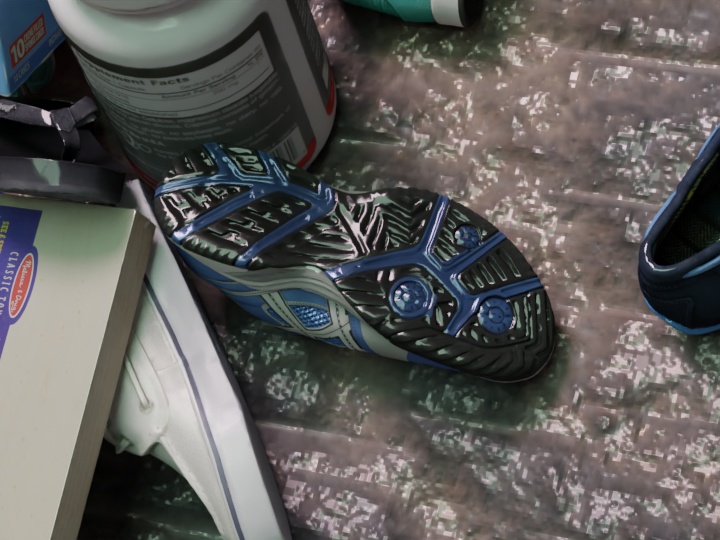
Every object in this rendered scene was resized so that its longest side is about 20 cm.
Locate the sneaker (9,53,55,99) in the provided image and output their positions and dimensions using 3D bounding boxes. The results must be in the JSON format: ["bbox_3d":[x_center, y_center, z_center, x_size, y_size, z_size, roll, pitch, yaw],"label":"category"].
[{"bbox_3d":[-0.234,-0.150,1.403,0.199,0.078,0.092,12,60,22],"label":"sneaker"}]

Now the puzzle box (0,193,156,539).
[{"bbox_3d":[-0.178,0.061,1.224,0.132,0.025,0.201,7,75,26],"label":"puzzle box"}]

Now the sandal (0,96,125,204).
[{"bbox_3d":[-0.156,-0.068,1.270,0.075,0.200,0.043,5,102,-14],"label":"sandal"}]

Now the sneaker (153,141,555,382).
[{"bbox_3d":[0.000,0.000,1.247,0.199,0.077,0.076,24,70,9],"label":"sneaker"}]

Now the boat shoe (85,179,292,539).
[{"bbox_3d":[-0.096,0.057,1.247,0.069,0.071,0.201,-25,76,0],"label":"boat shoe"}]

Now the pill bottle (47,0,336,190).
[{"bbox_3d":[-0.083,-0.124,1.238,0.113,0.200,0.115,-5,61,9],"label":"pill bottle"}]

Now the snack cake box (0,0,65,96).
[{"bbox_3d":[-0.157,-0.191,1.296,0.067,0.116,0.200,14,42,21],"label":"snack cake box"}]

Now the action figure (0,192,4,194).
[{"bbox_3d":[-0.199,-0.027,1.346,0.065,0.099,0.200,-45,84,-2],"label":"action figure"}]

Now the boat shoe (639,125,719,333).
[{"bbox_3d":[0.202,-0.056,1.174,0.084,0.069,0.201,33,86,28],"label":"boat shoe"}]

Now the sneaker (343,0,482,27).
[{"bbox_3d":[0.009,-0.220,1.316,0.120,0.084,0.202,4,74,13],"label":"sneaker"}]
